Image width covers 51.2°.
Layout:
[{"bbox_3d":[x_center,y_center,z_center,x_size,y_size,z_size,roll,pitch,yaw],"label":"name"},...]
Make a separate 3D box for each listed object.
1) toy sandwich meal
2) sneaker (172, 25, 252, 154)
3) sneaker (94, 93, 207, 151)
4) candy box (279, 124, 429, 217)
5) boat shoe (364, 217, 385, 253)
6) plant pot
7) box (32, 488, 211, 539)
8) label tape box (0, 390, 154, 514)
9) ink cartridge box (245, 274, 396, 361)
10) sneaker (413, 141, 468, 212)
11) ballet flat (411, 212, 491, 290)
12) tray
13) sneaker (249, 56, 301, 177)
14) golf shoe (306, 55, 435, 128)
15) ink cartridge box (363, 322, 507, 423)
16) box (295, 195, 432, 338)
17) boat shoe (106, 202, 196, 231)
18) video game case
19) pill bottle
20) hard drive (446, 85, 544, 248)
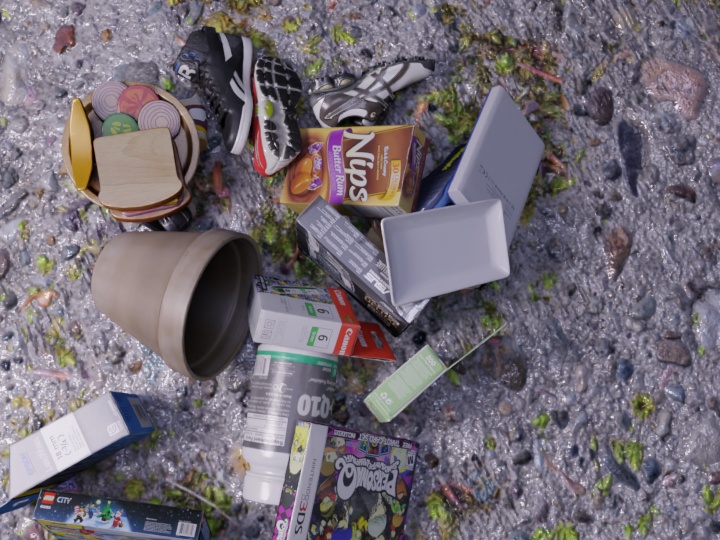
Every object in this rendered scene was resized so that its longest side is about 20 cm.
[{"bbox_3d":[-0.310,-0.165,1.011,0.203,0.070,0.207,1,82,-10],"label":"toy sandwich meal"},{"bbox_3d":[-0.217,-0.260,1.082,0.111,0.073,0.202,8,60,-23],"label":"sneaker"},{"bbox_3d":[-0.324,-0.211,1.095,0.198,0.075,0.091,-4,71,-11],"label":"sneaker"},{"bbox_3d":[-0.010,-0.138,1.052,0.198,0.056,0.118,5,76,31],"label":"candy box"},{"bbox_3d":[0.040,-0.048,1.084,0.073,0.076,0.202,-21,75,0],"label":"boat shoe"},{"bbox_3d":[-0.251,0.025,1.003,0.172,0.200,0.202,17,78,18],"label":"plant pot"},{"bbox_3d":[-0.294,0.325,0.952,0.198,0.137,0.038,9,59,-2],"label":"box"},{"bbox_3d":[-0.379,0.231,0.962,0.199,0.144,0.064,-29,82,-8],"label":"label tape box"},{"bbox_3d":[-0.049,0.064,1.005,0.198,0.109,0.051,10,112,-19],"label":"ink cartridge box"},{"bbox_3d":[0.142,-0.116,1.074,0.200,0.074,0.083,-43,112,-30],"label":"sneaker"},{"bbox_3d":[0.125,-0.015,1.035,0.200,0.072,0.073,24,74,-44],"label":"ballet flat"},{"bbox_3d":[0.108,-0.027,0.957,0.199,0.022,0.109,-12,96,-32],"label":"tray"},{"bbox_3d":[-0.136,-0.227,1.103,0.076,0.085,0.202,15,56,-28],"label":"sneaker"},{"bbox_3d":[0.022,-0.262,1.128,0.198,0.078,0.095,-16,98,-5],"label":"golf shoe"},{"bbox_3d":[0.095,0.127,1.011,0.200,0.146,0.048,-39,82,-10],"label":"ink cartridge box"},{"bbox_3d":[0.000,0.000,1.024,0.200,0.158,0.050,42,79,4],"label":"box"},{"bbox_3d":[-0.334,-0.107,1.063,0.199,0.073,0.063,27,62,-3],"label":"boat shoe"},{"bbox_3d":[-0.016,0.298,0.969,0.199,0.036,0.183,21,77,-39],"label":"video game case"},{"bbox_3d":[-0.096,0.203,1.001,0.112,0.113,0.202,8,79,-2],"label":"pill bottle"},{"bbox_3d":[0.196,-0.144,1.066,0.132,0.025,0.201,44,56,-31],"label":"hard drive"}]
